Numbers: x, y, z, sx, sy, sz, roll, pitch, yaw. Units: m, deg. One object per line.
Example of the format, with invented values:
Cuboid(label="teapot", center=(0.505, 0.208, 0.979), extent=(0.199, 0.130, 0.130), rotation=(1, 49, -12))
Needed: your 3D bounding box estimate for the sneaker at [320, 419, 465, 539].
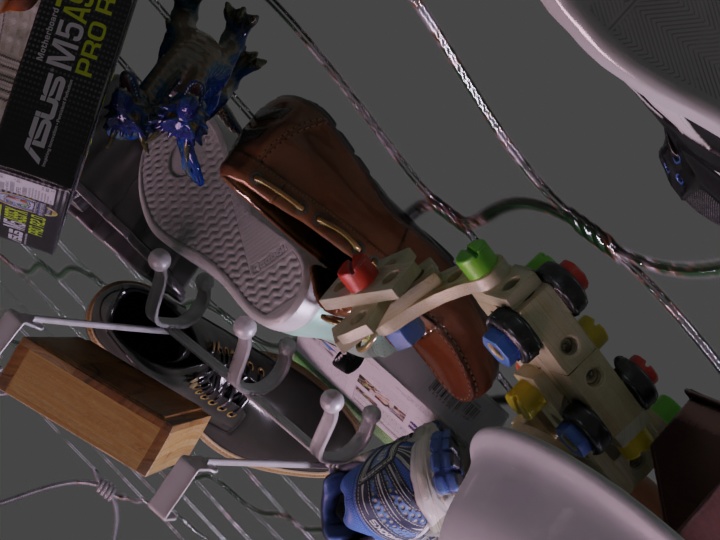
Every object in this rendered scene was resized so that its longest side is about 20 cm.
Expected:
Cuboid(label="sneaker", center=(0.015, 0.130, 1.632), extent=(0.200, 0.085, 0.078), rotation=(95, 162, -80))

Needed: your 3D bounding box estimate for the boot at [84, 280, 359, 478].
Cuboid(label="boot", center=(-0.085, 0.074, 1.773), extent=(0.199, 0.078, 0.138), rotation=(27, 174, -6))

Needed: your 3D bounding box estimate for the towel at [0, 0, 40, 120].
Cuboid(label="towel", center=(-0.251, -0.120, 1.656), extent=(0.034, 0.201, 0.192), rotation=(12, -168, -41))

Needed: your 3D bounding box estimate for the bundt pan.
Cuboid(label="bundt pan", center=(-0.160, -0.074, 1.729), extent=(0.202, 0.076, 0.202), rotation=(42, 173, 7))

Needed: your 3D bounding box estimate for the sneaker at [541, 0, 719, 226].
Cuboid(label="sneaker", center=(0.104, -0.070, 0.918), extent=(0.200, 0.073, 0.112), rotation=(43, 167, -6))

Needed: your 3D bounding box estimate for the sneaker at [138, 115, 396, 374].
Cuboid(label="sneaker", center=(-0.048, -0.016, 1.608), extent=(0.118, 0.074, 0.201), rotation=(25, -161, -45))

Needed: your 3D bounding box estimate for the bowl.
Cuboid(label="bowl", center=(0.105, 0.174, 1.327), extent=(0.201, 0.090, 0.201), rotation=(39, 166, 11))

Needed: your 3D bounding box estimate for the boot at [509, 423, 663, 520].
Cuboid(label="boot", center=(0.148, 0.145, 1.555), extent=(0.155, 0.077, 0.200), rotation=(30, 168, 9))

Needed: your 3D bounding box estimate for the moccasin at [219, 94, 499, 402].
Cuboid(label="moccasin", center=(0.001, 0.000, 1.479), extent=(0.073, 0.078, 0.202), rotation=(13, 148, 54))

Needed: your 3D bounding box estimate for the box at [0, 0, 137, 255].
Cuboid(label="box", center=(-0.148, -0.103, 1.416), extent=(0.044, 0.161, 0.200), rotation=(17, 170, -6))

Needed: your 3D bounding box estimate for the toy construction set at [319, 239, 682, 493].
Cuboid(label="toy construction set", center=(0.080, 0.046, 1.382), extent=(0.200, 0.092, 0.131), rotation=(36, 172, -23))

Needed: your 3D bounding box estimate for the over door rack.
Cuboid(label="over door rack", center=(-0.089, 0.056, 1.527), extent=(0.148, 0.067, 0.200), rotation=(38, -157, 22))

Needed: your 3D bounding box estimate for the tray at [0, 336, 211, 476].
Cuboid(label="tray", center=(-0.147, 0.076, 1.638), extent=(0.098, 0.037, 0.200), rotation=(30, -179, 3))

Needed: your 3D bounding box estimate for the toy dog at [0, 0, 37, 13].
Cuboid(label="toy dog", center=(-0.243, -0.177, 1.400), extent=(0.139, 0.195, 0.200), rotation=(7, -172, -35))

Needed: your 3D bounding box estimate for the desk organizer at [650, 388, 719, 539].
Cuboid(label="desk organizer", center=(0.207, 0.158, 1.355), extent=(0.200, 0.077, 0.072), rotation=(50, 166, -27))

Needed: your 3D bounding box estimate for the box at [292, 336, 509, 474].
Cuboid(label="box", center=(0.022, 0.074, 1.775), extent=(0.144, 0.036, 0.200), rotation=(42, 167, 6))

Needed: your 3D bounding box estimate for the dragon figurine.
Cuboid(label="dragon figurine", center=(-0.094, -0.083, 1.430), extent=(0.059, 0.100, 0.200), rotation=(26, 164, 2))
